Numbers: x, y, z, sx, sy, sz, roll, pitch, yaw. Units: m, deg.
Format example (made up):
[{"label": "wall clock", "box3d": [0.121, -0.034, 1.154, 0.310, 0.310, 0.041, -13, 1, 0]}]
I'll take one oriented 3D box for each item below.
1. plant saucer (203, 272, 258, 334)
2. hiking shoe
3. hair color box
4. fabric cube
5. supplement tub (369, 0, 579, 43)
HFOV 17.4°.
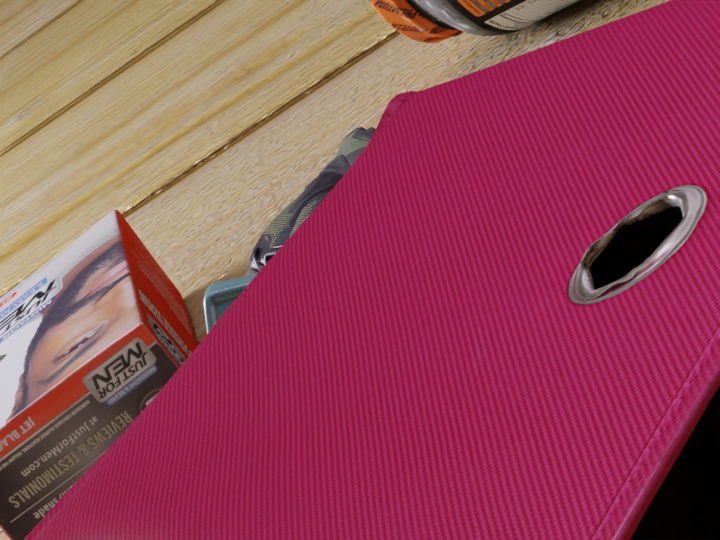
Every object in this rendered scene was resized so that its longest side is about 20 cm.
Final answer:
[{"label": "plant saucer", "box3d": [0.031, 0.017, 0.821, 0.199, 0.070, 0.019, -14, -14, 26]}, {"label": "hiking shoe", "box3d": [0.000, 0.000, 0.994, 0.101, 0.076, 0.200, -47, 9, 1]}, {"label": "hair color box", "box3d": [-0.137, 0.049, 1.128, 0.111, 0.064, 0.200, -37, 20, 2]}, {"label": "fabric cube", "box3d": [0.073, 0.073, 0.459, 0.199, 0.200, 0.196, -13, 32, 53]}, {"label": "supplement tub", "box3d": [0.094, -0.195, 1.177, 0.200, 0.123, 0.123, -22, 24, 37]}]
